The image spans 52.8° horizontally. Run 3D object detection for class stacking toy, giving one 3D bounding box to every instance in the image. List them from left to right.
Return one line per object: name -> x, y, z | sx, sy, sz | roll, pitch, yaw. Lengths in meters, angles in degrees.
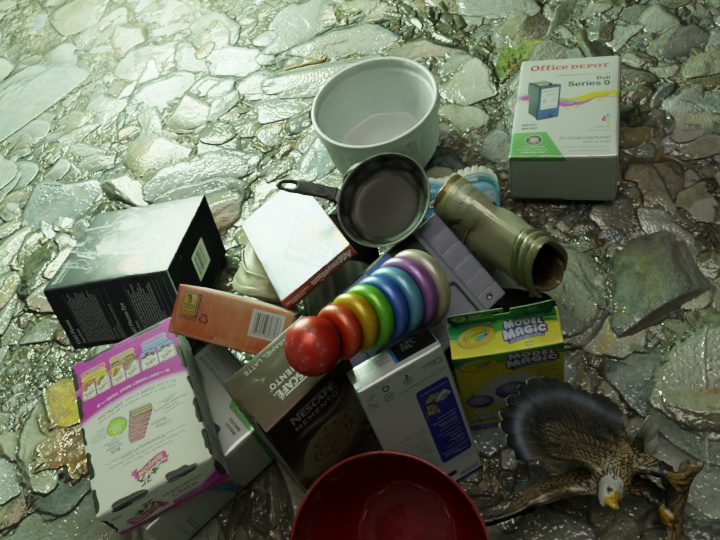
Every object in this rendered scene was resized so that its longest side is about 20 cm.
stacking toy -> 0.002, 0.046, 0.716 | 0.085, 0.087, 0.198 | 31, 37, 32

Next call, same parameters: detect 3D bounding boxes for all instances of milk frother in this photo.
milk frother -> 0.000, 0.000, 0.904 | 0.177, 0.202, 0.191 | -13, 51, 1

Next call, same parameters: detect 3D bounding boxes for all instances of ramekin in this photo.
ramekin -> 0.031, -0.223, 1.122 | 0.196, 0.106, 0.203 | -9, 52, 11

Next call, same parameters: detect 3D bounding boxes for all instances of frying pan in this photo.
frying pan -> -0.007, -0.071, 0.843 | 0.186, 0.031, 0.117 | -13, 67, 17

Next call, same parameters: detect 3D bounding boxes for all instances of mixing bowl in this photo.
mixing bowl -> 0.038, 0.274, 0.721 | 0.196, 0.108, 0.205 | -1, 86, 14

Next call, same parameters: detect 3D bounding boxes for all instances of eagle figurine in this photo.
eagle figurine -> 0.224, 0.198, 0.717 | 0.196, 0.151, 0.154 | 10, 67, 14

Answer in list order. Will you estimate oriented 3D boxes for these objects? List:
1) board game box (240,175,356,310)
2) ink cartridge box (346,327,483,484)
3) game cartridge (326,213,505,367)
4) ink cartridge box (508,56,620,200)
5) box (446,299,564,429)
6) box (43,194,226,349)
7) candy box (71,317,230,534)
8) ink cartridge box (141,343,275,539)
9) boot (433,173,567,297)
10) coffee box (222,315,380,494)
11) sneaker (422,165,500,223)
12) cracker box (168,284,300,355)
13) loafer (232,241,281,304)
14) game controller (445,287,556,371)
board game box -> -0.082, -0.040, 0.894 | 0.103, 0.019, 0.200 | -40, 37, 3
ink cartridge box -> 0.062, 0.162, 0.772 | 0.098, 0.202, 0.039 | -27, 35, -8
game cartridge -> 0.051, 0.045, 0.824 | 0.199, 0.038, 0.130 | -42, 87, -8
ink cartridge box -> 0.294, -0.204, 1.032 | 0.142, 0.088, 0.203 | 3, 53, 19
box -> 0.159, 0.103, 0.776 | 0.115, 0.201, 0.049 | -10, 51, 9
box -> -0.308, -0.001, 1.021 | 0.178, 0.106, 0.201 | -9, 33, 10
candy box -> -0.242, 0.170, 0.824 | 0.134, 0.061, 0.202 | -25, 51, -4
ink cartridge box -> -0.198, 0.207, 0.879 | 0.199, 0.088, 0.145 | -41, 54, -13
boot -> 0.176, -0.021, 0.873 | 0.154, 0.200, 0.072 | 37, 83, 31
coffee box -> -0.054, 0.160, 0.797 | 0.114, 0.201, 0.079 | -41, 53, -16
sneaker -> 0.103, -0.082, 1.013 | 0.196, 0.079, 0.091 | -15, 54, 5
cracker box -> -0.144, 0.061, 0.879 | 0.131, 0.200, 0.059 | 15, 86, -3
loafer -> -0.130, -0.013, 0.976 | 0.074, 0.070, 0.200 | 13, 15, -15
game controller -> 0.144, 0.070, 0.866 | 0.195, 0.042, 0.107 | 6, 81, -6
